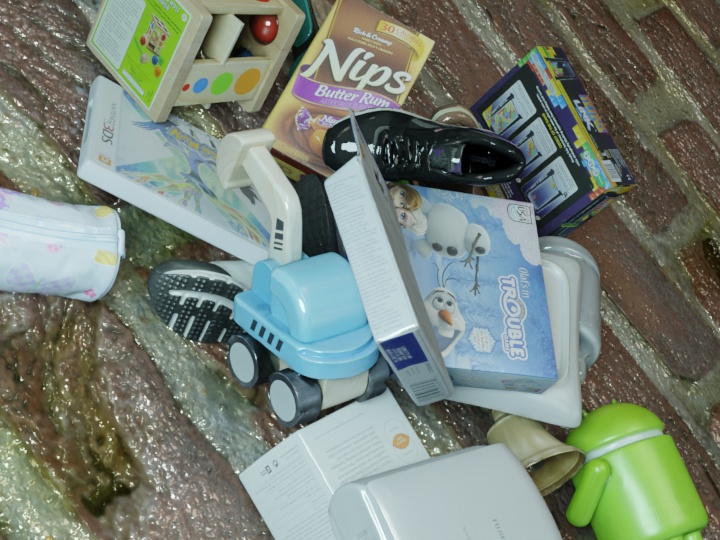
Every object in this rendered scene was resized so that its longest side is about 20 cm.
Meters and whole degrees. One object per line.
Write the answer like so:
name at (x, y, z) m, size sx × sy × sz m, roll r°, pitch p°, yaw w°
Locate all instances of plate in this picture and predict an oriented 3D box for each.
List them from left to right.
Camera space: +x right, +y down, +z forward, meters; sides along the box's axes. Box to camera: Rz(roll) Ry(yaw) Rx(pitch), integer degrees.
plate at (0.140, 0.046, 1.170) m, size 0.199 × 0.032 × 0.200 m, roll 14°, pitch 58°, yaw -13°

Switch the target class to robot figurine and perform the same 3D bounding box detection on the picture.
robot figurine at (0.214, 0.042, 1.297) m, size 0.170 × 0.113 × 0.200 m, roll 47°, pitch 36°, yaw -36°
robot figurine at (0.291, 0.230, 1.224) m, size 0.175 × 0.116 × 0.200 m, roll 3°, pitch 59°, yaw -48°

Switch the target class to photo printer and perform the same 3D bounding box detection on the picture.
photo printer at (0.086, 0.229, 0.926) m, size 0.200 × 0.069 × 0.166 m, roll -6°, pitch 65°, yaw -44°

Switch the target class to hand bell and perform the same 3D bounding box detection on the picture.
hand bell at (0.140, 0.135, 1.202) m, size 0.104 × 0.104 × 0.200 m, roll 4°, pitch 46°, yaw -40°

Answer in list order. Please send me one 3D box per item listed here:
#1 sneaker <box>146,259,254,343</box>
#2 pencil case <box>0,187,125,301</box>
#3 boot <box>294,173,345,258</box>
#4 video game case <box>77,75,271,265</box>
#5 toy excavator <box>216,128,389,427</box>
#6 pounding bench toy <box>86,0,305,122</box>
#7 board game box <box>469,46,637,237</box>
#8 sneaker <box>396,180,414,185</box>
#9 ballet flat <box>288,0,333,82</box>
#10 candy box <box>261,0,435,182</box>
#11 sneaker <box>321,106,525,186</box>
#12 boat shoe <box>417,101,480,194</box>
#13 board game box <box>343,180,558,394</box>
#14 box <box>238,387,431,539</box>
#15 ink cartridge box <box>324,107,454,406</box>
sneaker at (-0.111, 0.022, 1.067) m, size 0.200 × 0.074 × 0.080 m, roll 15°, pitch 35°, yaw -38°
pencil case at (-0.291, -0.029, 0.915) m, size 0.200 × 0.091 × 0.083 m, roll 12°, pitch 53°, yaw -37°
boot at (0.000, 0.000, 1.183) m, size 0.132 × 0.070 × 0.200 m, roll -1°, pitch 73°, yaw -46°
video game case at (-0.166, -0.093, 1.080) m, size 0.200 × 0.022 × 0.182 m, roll 28°, pitch 25°, yaw -24°
toy excavator at (-0.056, 0.000, 0.974) m, size 0.100 × 0.200 × 0.194 m, roll -14°, pitch 34°, yaw -37°
pounding bench toy at (-0.180, -0.264, 1.156) m, size 0.156 × 0.124 × 0.200 m, roll -15°, pitch 56°, yaw -49°
board game box at (0.218, -0.142, 1.398) m, size 0.057 × 0.165 × 0.200 m, roll -8°, pitch 67°, yaw -42°
sneaker at (0.034, -0.118, 1.285) m, size 0.084 × 0.077 × 0.200 m, roll 3°, pitch 63°, yaw -43°
ballet flat at (-0.044, -0.243, 1.316) m, size 0.067 × 0.068 × 0.200 m, roll 24°, pitch 48°, yaw -37°
candy box at (-0.017, -0.182, 1.218) m, size 0.117 × 0.056 × 0.200 m, roll 28°, pitch 70°, yaw -3°
sneaker at (0.064, -0.120, 1.130) m, size 0.200 × 0.088 × 0.076 m, roll 2°, pitch 98°, yaw -12°
boat shoe at (0.092, -0.116, 1.269) m, size 0.075 × 0.202 × 0.075 m, roll -7°, pitch 51°, yaw -5°
board game box at (0.085, 0.014, 1.120) m, size 0.199 × 0.043 × 0.200 m, roll 7°, pitch 59°, yaw -20°
box at (0.010, 0.221, 0.993) m, size 0.124 × 0.097 × 0.200 m, roll -20°, pitch 75°, yaw -48°
ink cartridge box at (0.020, -0.005, 0.968) m, size 0.200 × 0.041 × 0.200 m, roll 59°, pitch 13°, yaw -65°
